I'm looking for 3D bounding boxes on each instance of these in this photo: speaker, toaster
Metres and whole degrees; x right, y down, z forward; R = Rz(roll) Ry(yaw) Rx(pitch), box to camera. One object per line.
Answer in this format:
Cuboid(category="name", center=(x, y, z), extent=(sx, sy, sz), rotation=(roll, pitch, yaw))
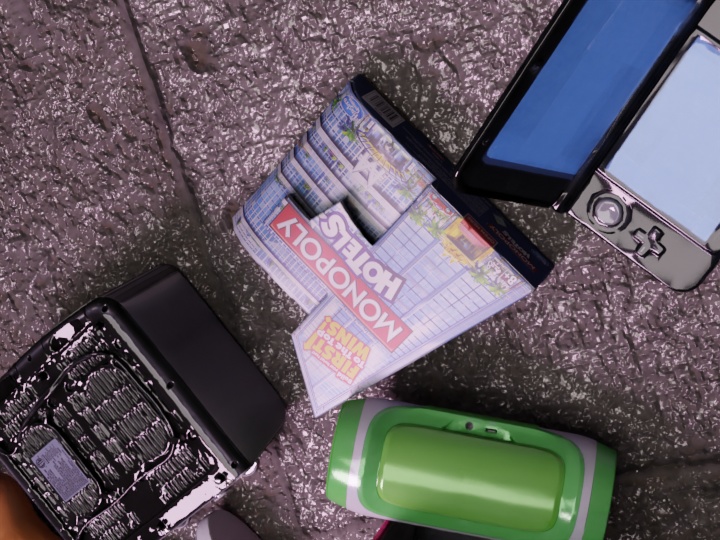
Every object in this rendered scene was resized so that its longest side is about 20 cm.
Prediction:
Cuboid(category="speaker", center=(0.079, 0.147, 1.247), extent=(0.199, 0.088, 0.089), rotation=(10, 110, 5))
Cuboid(category="toaster", center=(-0.184, 0.112, 1.339), extent=(0.181, 0.119, 0.200), rotation=(-40, 90, 26))

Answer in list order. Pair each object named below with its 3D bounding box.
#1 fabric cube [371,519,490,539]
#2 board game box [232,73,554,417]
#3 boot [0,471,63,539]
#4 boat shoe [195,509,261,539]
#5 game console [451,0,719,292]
Cuboid(category="fabric cube", center=(0.085, 0.305, 1.250), extent=(0.199, 0.196, 0.200), rotation=(17, 114, 15))
Cuboid(category="board game box", center=(0.000, 0.000, 1.263), extent=(0.200, 0.062, 0.200), rotation=(44, 116, 4))
Cuboid(category="boot", center=(-0.225, 0.246, 1.427), extent=(0.154, 0.074, 0.201), rotation=(-6, 116, 24))
Cuboid(category="boat shoe", center=(-0.081, 0.287, 1.372), extent=(0.057, 0.069, 0.201), rotation=(-34, 83, 26))
Cuboid(category="game console", center=(0.190, -0.093, 1.127), extent=(0.176, 0.116, 0.200), rotation=(37, 117, 8))
